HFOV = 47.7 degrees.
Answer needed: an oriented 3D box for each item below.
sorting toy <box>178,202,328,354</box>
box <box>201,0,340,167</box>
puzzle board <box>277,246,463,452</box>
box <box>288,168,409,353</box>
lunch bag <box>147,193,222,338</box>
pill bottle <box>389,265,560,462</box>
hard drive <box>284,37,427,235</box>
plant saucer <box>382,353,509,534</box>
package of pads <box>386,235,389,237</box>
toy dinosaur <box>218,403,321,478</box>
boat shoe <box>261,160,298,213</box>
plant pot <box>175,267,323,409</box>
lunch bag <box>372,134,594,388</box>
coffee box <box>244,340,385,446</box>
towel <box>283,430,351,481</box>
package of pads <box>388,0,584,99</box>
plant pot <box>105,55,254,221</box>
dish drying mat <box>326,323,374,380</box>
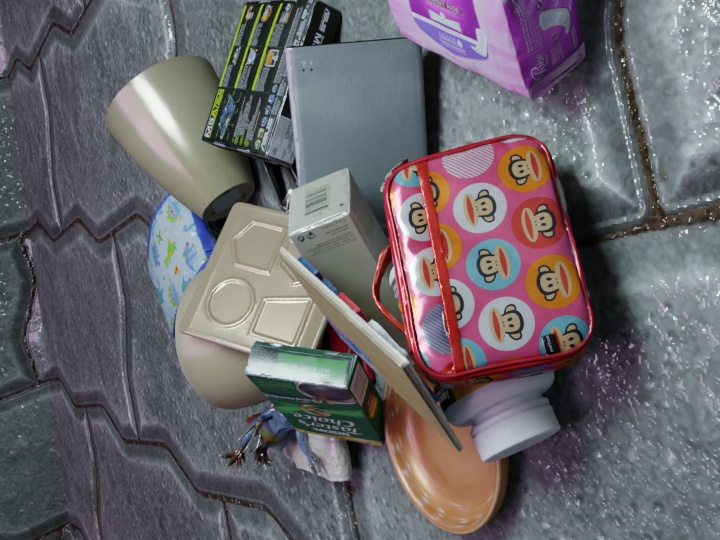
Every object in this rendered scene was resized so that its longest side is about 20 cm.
[{"bbox_3d":[-0.110,0.016,1.005,0.198,0.037,0.187,12,70,26],"label":"sorting toy"},{"bbox_3d":[-0.120,-0.244,1.045,0.193,0.047,0.202,22,94,55],"label":"box"},{"bbox_3d":[0.010,0.068,0.744,0.200,0.017,0.151,41,169,44],"label":"puzzle board"},{"bbox_3d":[0.000,0.000,0.844,0.083,0.068,0.201,-91,-23,-51],"label":"box"},{"bbox_3d":[-0.270,-0.020,1.320,0.171,0.126,0.201,61,152,28],"label":"lunch bag"},{"bbox_3d":[0.109,0.070,0.765,0.109,0.108,0.201,-49,57,50],"label":"pill bottle"},{"bbox_3d":[0.000,-0.135,0.852,0.033,0.138,0.202,-92,-3,-72],"label":"hard drive"},{"bbox_3d":[0.094,0.180,0.884,0.200,0.037,0.202,18,112,55],"label":"plant saucer"},{"bbox_3d":[-0.012,-0.141,0.932,0.120,0.075,0.202,27,120,52],"label":"package of pads"},{"bbox_3d":[-0.123,0.202,1.116,0.182,0.104,0.201,-57,32,25],"label":"toy dinosaur"},{"bbox_3d":[-0.098,-0.113,1.077,0.067,0.057,0.201,-53,49,48],"label":"boat shoe"},{"bbox_3d":[-0.127,0.082,1.089,0.133,0.200,0.202,-8,91,34],"label":"plant pot"},{"bbox_3d":[0.094,-0.004,0.694,0.082,0.174,0.202,52,-154,-71],"label":"lunch bag"},{"bbox_3d":[-0.042,0.145,0.932,0.200,0.122,0.044,67,-147,-60],"label":"coffee box"},{"bbox_3d":[-0.073,0.213,1.142,0.200,0.034,0.134,-5,94,62],"label":"towel"},{"bbox_3d":[0.093,-0.239,0.694,0.200,0.075,0.121,43,168,45],"label":"package of pads"},{"bbox_3d":[-0.250,-0.181,1.223,0.201,0.186,0.187,56,142,12],"label":"plant pot"},{"bbox_3d":[-0.030,0.052,1.062,0.077,0.018,0.202,-29,74,57],"label":"dish drying mat"}]
